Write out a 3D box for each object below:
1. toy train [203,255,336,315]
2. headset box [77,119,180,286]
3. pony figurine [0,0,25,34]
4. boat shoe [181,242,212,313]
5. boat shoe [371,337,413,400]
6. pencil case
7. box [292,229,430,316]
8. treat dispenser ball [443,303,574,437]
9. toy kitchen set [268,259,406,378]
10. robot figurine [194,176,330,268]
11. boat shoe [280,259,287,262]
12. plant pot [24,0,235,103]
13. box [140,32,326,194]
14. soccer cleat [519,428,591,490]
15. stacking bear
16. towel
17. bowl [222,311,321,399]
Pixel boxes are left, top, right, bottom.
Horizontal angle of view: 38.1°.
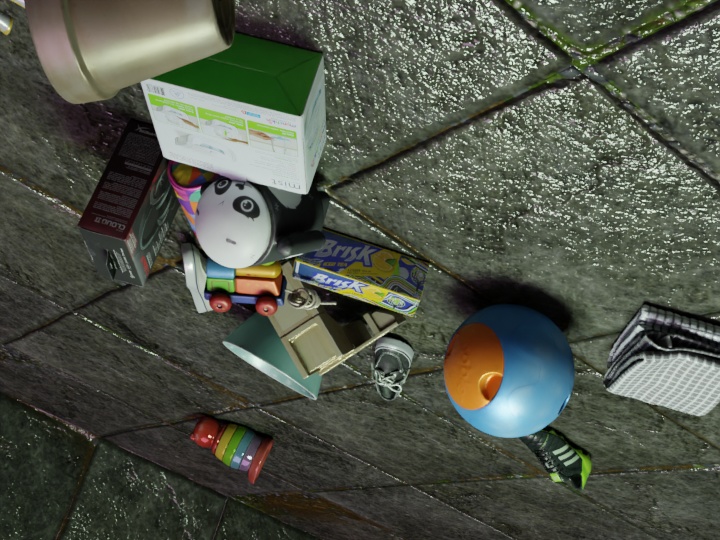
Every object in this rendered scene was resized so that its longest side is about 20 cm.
[{"bbox_3d":[-0.133,0.001,1.539,0.198,0.085,0.116,4,138,1],"label":"toy train"},{"bbox_3d":[-0.322,-0.085,1.477,0.076,0.202,0.149,15,154,6],"label":"headset box"},{"bbox_3d":[-0.464,-0.339,1.148,0.198,0.168,0.192,14,168,-31],"label":"pony figurine"},{"bbox_3d":[-0.264,0.011,1.807,0.069,0.071,0.201,-11,149,-3],"label":"boat shoe"},{"bbox_3d":[0.053,0.187,1.931,0.073,0.069,0.200,16,155,4],"label":"boat shoe"},{"bbox_3d":[-0.220,-0.102,1.519,0.087,0.089,0.200,12,157,12],"label":"pencil case"},{"bbox_3d":[0.000,0.000,1.587,0.198,0.071,0.064,18,153,1],"label":"box"},{"bbox_3d":[0.226,0.152,1.589,0.199,0.202,0.201,15,155,7],"label":"treat dispenser ball"},{"bbox_3d":[-0.043,0.055,1.752,0.162,0.181,0.200,-32,175,14],"label":"toy kitchen set"},{"bbox_3d":[-0.128,-0.074,1.391,0.149,0.126,0.199,-13,-178,40],"label":"robot figurine"},{"bbox_3d":[-0.165,-0.035,1.632,0.073,0.065,0.199,32,151,-26],"label":"boat shoe"},{"bbox_3d":[-0.224,-0.280,1.066,0.172,0.202,0.200,-5,151,6],"label":"plant pot"},{"bbox_3d":[-0.148,-0.193,1.263,0.198,0.097,0.177,14,155,8],"label":"box"},{"bbox_3d":[0.385,0.371,2.067,0.199,0.082,0.067,32,151,-27],"label":"soccer cleat"},{"bbox_3d":[-0.336,0.443,2.673,0.198,0.122,0.114,25,157,3],"label":"stacking bear"},{"bbox_3d":[0.465,0.144,1.550,0.164,0.086,0.200,16,155,3],"label":"towel"},{"bbox_3d":[-0.139,0.137,1.885,0.200,0.106,0.201,29,167,7],"label":"bowl"}]
